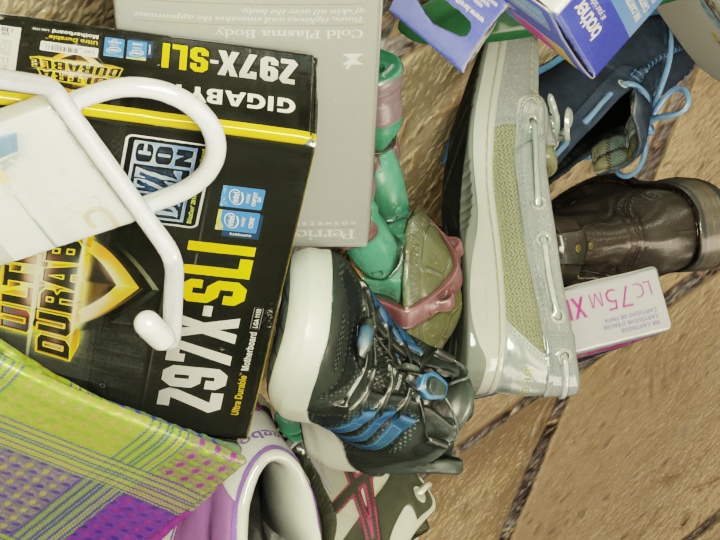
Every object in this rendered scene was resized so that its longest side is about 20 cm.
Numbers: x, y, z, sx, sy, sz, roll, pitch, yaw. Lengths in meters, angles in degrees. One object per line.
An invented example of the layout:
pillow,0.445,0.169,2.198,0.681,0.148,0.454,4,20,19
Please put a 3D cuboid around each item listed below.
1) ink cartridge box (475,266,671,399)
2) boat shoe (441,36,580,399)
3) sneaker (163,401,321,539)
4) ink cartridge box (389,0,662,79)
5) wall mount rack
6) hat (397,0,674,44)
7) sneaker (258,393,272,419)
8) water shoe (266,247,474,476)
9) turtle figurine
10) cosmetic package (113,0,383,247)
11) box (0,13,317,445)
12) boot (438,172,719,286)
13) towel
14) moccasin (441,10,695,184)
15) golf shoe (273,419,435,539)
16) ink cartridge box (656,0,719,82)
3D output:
ink cartridge box,0.067,0.045,1.592,0.119,0.042,0.200,-12,175,-25
boat shoe,0.077,-0.031,1.475,0.075,0.064,0.203,112,-17,-59
sneaker,-0.069,0.155,1.393,0.072,0.114,0.202,-11,123,-30
ink cartridge box,0.089,-0.180,1.272,0.200,0.136,0.076,-47,152,-4
wall mount rack,-0.154,-0.023,1.060,0.199,0.075,0.174,-18,134,19
hat,0.097,-0.214,1.393,0.199,0.177,0.166,-11,174,-11
sneaker,-0.106,0.146,1.531,0.200,0.084,0.075,-41,158,-19
water shoe,0.010,0.040,1.273,0.200,0.078,0.072,65,34,-74
turtle figurine,0.000,0.000,1.412,0.100,0.150,0.201,-6,130,1
cosmetic package,-0.044,-0.093,1.179,0.106,0.091,0.200,0,146,0
box,-0.108,-0.013,1.167,0.159,0.050,0.201,6,141,-8
boot,0.090,-0.014,1.640,0.173,0.070,0.200,-9,178,-29
towel,-0.156,0.096,1.254,0.143,0.023,0.200,24,138,-27
moccasin,0.126,-0.078,1.619,0.200,0.068,0.081,-32,154,-37
golf shoe,-0.005,0.108,1.547,0.077,0.087,0.201,109,-12,-59
ink cartridge box,0.258,-0.149,1.528,0.147,0.200,0.145,-45,138,-4
